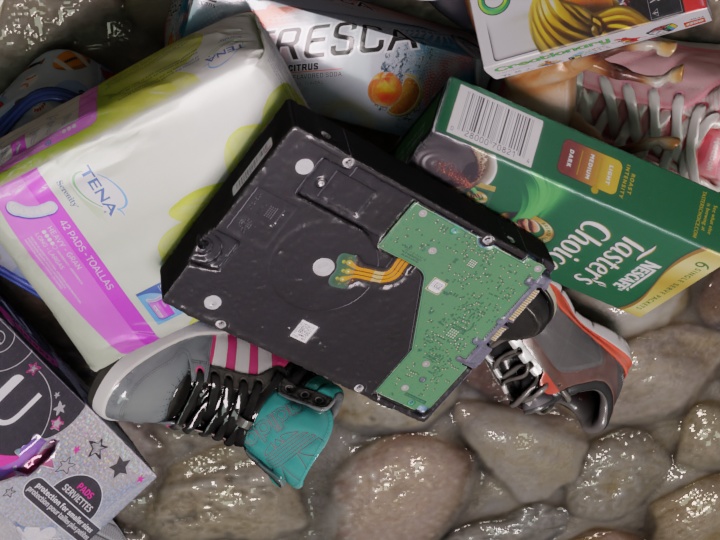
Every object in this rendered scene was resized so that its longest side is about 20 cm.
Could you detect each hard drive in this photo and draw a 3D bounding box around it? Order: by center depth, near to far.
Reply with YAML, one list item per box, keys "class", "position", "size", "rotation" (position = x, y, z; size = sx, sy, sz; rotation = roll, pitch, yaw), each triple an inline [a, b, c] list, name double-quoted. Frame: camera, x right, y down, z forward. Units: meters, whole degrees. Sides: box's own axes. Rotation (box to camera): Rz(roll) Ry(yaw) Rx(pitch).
- class: "hard drive"
  position: [0.000, 0.000, 0.841]
  size: [0.199, 0.038, 0.140]
  rotation: [26, 118, -26]

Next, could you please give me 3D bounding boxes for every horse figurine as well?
- class: "horse figurine"
  position: [0.130, -0.100, 0.870]
  size: [0.131, 0.050, 0.201]
  rotation: [11, 146, 20]

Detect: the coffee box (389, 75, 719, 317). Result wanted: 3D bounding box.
- class: "coffee box"
  position: [0.118, -0.040, 0.871]
  size: [0.198, 0.044, 0.123]
  rotation: [22, 156, -11]

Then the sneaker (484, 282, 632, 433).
- class: "sneaker"
  position: [0.124, 0.059, 1.037]
  size: [0.199, 0.083, 0.077]
  rotation: [28, 149, -26]

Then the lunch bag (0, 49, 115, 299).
- class: "lunch bag"
  position: [-0.171, -0.037, 0.937]
  size: [0.200, 0.076, 0.160]
  rotation: [37, 114, -28]

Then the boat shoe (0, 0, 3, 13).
- class: "boat shoe"
  position: [-0.222, -0.198, 0.819]
  size: [0.073, 0.063, 0.201]
  rotation: [9, 122, -15]

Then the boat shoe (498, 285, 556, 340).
- class: "boat shoe"
  position: [0.033, 0.019, 0.970]
  size: [0.199, 0.063, 0.074]
  rotation: [12, 129, 12]

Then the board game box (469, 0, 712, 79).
- class: "board game box"
  position: [0.111, -0.221, 0.786]
  size: [0.125, 0.035, 0.202]
  rotation: [-13, 84, 18]

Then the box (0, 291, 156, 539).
- class: "box"
  position: [-0.249, 0.091, 0.947]
  size: [0.115, 0.132, 0.200]
  rotation: [-43, 132, -8]

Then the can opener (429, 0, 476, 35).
- class: "can opener"
  position: [0.038, -0.213, 0.854]
  size: [0.199, 0.064, 0.079]
  rotation: [36, 113, -30]

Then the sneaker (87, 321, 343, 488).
- class: "sneaker"
  position: [-0.081, 0.097, 0.961]
  size: [0.199, 0.121, 0.084]
  rotation: [-8, 133, -53]

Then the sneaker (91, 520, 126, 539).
- class: "sneaker"
  position: [-0.269, 0.196, 1.098]
  size: [0.199, 0.073, 0.071]
  rotation: [36, 132, -26]

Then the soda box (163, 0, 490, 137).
- class: "soda box"
  position: [-0.021, -0.137, 0.891]
  size: [0.198, 0.069, 0.064]
  rotation: [12, 114, -18]

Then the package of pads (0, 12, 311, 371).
- class: "package of pads"
  position: [-0.115, -0.047, 0.850]
  size: [0.199, 0.068, 0.155]
  rotation: [-26, 125, 6]

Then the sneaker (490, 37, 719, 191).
- class: "sneaker"
  position: [0.190, -0.105, 0.933]
  size: [0.198, 0.105, 0.076]
  rotation: [1, 126, -9]
